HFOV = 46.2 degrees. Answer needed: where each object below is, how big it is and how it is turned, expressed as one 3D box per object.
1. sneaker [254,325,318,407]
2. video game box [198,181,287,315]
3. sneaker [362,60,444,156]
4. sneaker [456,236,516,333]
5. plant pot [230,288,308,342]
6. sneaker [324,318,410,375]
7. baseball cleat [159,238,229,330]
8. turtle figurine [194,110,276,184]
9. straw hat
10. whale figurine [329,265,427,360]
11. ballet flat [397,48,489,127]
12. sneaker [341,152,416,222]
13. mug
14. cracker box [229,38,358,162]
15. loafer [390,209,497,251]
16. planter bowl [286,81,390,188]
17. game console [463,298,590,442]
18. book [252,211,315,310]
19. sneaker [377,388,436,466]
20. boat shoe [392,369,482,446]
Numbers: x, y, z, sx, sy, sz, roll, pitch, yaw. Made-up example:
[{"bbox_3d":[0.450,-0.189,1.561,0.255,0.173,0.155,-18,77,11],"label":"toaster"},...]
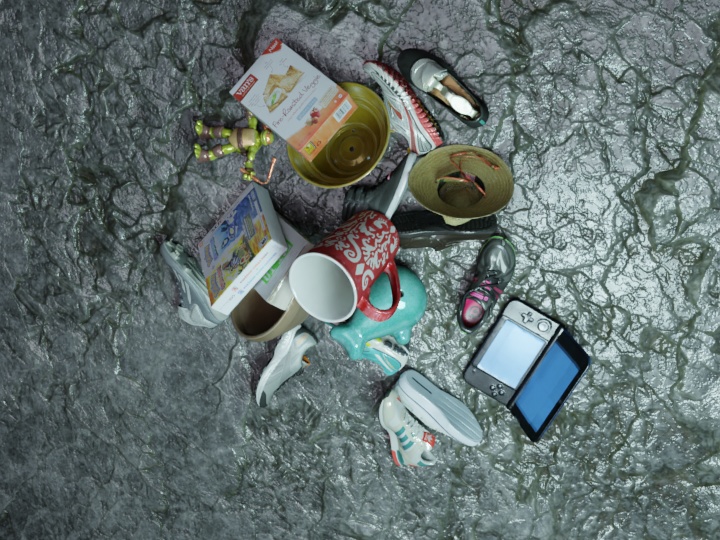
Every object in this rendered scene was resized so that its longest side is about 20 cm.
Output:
[{"bbox_3d":[-0.153,0.200,1.707,0.079,0.074,0.201,29,108,-2],"label":"sneaker"},{"bbox_3d":[-0.228,-0.045,1.599,0.047,0.200,0.182,27,114,-35],"label":"video game box"},{"bbox_3d":[0.065,-0.293,1.527,0.082,0.078,0.200,-35,95,19],"label":"sneaker"},{"bbox_3d":[0.236,0.034,1.572,0.076,0.084,0.201,19,108,6],"label":"sneaker"},{"bbox_3d":[-0.155,0.049,1.634,0.093,0.201,0.201,28,115,-41],"label":"plant pot"},{"bbox_3d":[-0.001,0.137,1.659,0.200,0.078,0.080,34,120,3],"label":"sneaker"},{"bbox_3d":[-0.353,0.037,1.706,0.106,0.070,0.200,-40,93,18],"label":"baseball cleat"},{"bbox_3d":[-0.231,-0.258,1.607,0.161,0.064,0.201,-2,85,10],"label":"turtle figurine"},{"bbox_3d":[0.179,-0.131,1.516,0.200,0.201,0.085,11,138,9],"label":"straw hat"},{"bbox_3d":[0.037,0.076,1.580,0.200,0.104,0.159,-40,89,-16],"label":"whale figurine"},{"bbox_3d":[0.148,-0.329,1.504,0.200,0.068,0.068,37,107,1],"label":"ballet flat"},{"bbox_3d":[0.028,-0.146,1.565,0.099,0.071,0.200,29,120,4],"label":"sneaker"},{"bbox_3d":[-0.010,0.001,1.500,0.133,0.200,0.178,-22,106,38],"label":"mug"},{"bbox_3d":[-0.122,-0.307,1.517,0.200,0.058,0.134,41,91,25],"label":"cracker box"},{"bbox_3d":[0.155,-0.076,1.577,0.199,0.073,0.071,-1,143,8],"label":"loafer"},{"bbox_3d":[-0.028,-0.234,1.542,0.200,0.083,0.201,-5,76,20],"label":"planter bowl"},{"bbox_3d":[0.305,0.184,1.580,0.170,0.118,0.200,30,108,3],"label":"game console"},{"bbox_3d":[-0.163,-0.029,1.584,0.048,0.200,0.134,28,96,-37],"label":"book"},{"bbox_3d":[0.099,0.309,1.652,0.093,0.070,0.200,3,127,26],"label":"sneaker"},{"bbox_3d":[0.151,0.278,1.672,0.200,0.074,0.067,43,132,7],"label":"boat shoe"}]
